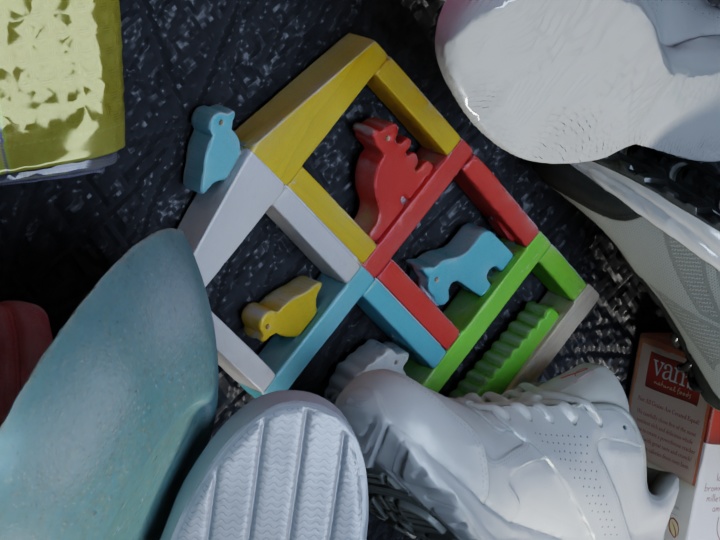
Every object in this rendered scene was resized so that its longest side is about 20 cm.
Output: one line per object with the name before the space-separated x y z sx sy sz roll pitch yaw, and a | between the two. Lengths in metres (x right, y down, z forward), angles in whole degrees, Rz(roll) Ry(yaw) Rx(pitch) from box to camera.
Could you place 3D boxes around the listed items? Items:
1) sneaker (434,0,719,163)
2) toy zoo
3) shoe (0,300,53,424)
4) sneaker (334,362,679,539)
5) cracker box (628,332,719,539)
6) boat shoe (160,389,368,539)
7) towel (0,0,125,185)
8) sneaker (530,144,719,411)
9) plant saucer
sneaker | 0.085 -0.092 1.051 0.200 0.088 0.075 9 125 -49
toy zoo | 0.000 0.000 1.062 0.131 0.020 0.200 -51 127 -11
shoe | -0.160 0.104 0.948 0.091 0.071 0.200 3 99 -33
sneaker | 0.060 0.072 1.078 0.200 0.078 0.099 39 74 -47
cracker box | 0.172 0.129 1.202 0.134 0.058 0.200 1 103 -36
boat shoe | -0.047 0.131 0.990 0.072 0.071 0.200 12 106 -9
towel | -0.148 -0.118 0.904 0.144 0.023 0.200 -7 108 -21
sneaker | 0.145 0.013 1.092 0.079 0.200 0.074 -52 176 22
plant saucer | -0.092 0.083 0.933 0.201 0.039 0.201 -60 170 -19
